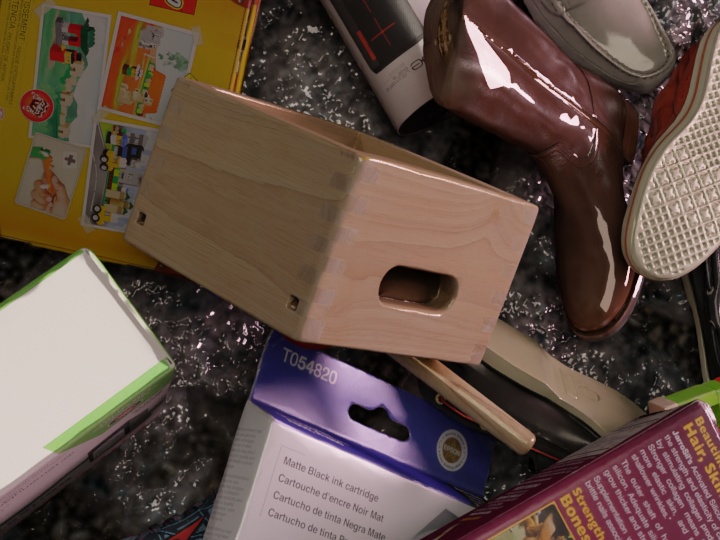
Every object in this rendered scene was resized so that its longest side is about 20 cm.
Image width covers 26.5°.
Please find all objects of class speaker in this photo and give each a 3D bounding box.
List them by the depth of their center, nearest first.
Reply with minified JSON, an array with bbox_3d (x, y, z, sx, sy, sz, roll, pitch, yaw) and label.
[{"bbox_3d":[0.012,-0.192,1.015,0.081,0.081,0.200,-27,81,-13],"label":"speaker"}]

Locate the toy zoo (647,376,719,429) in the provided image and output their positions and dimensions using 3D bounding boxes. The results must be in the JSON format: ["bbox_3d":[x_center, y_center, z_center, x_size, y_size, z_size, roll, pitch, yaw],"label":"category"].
[{"bbox_3d":[0.279,0.115,0.961,0.200,0.020,0.131,-17,105,-19],"label":"toy zoo"}]

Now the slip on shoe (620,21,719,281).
[{"bbox_3d":[0.214,-0.075,0.993,0.074,0.061,0.200,31,63,-15],"label":"slip on shoe"}]

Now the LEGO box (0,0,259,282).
[{"bbox_3d":[-0.147,-0.110,0.925,0.149,0.077,0.200,13,109,-4],"label":"LEGO box"}]

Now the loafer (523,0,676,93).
[{"bbox_3d":[0.141,-0.204,1.039,0.070,0.070,0.200,-42,85,-15],"label":"loafer"}]

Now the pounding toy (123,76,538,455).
[{"bbox_3d":[0.000,0.000,0.875,0.184,0.200,0.142,27,100,41],"label":"pounding toy"}]

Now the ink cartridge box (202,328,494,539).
[{"bbox_3d":[0.001,0.160,0.896,0.200,0.041,0.200,27,71,-34],"label":"ink cartridge box"}]

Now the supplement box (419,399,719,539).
[{"bbox_3d":[0.121,0.176,0.843,0.200,0.103,0.131,-26,86,-14],"label":"supplement box"}]

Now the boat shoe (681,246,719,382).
[{"bbox_3d":[0.264,0.045,0.994,0.074,0.066,0.200,-10,78,-12],"label":"boat shoe"}]

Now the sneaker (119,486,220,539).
[{"bbox_3d":[-0.104,0.166,0.909,0.095,0.079,0.200,18,58,20],"label":"sneaker"}]

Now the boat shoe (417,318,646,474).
[{"bbox_3d":[0.130,0.101,0.969,0.201,0.074,0.063,32,111,-9],"label":"boat shoe"}]

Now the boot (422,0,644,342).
[{"bbox_3d":[0.102,-0.071,0.946,0.200,0.064,0.187,31,54,-45],"label":"boot"}]

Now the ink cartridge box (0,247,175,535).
[{"bbox_3d":[-0.187,0.079,0.859,0.145,0.200,0.084,-37,86,-14],"label":"ink cartridge box"}]
